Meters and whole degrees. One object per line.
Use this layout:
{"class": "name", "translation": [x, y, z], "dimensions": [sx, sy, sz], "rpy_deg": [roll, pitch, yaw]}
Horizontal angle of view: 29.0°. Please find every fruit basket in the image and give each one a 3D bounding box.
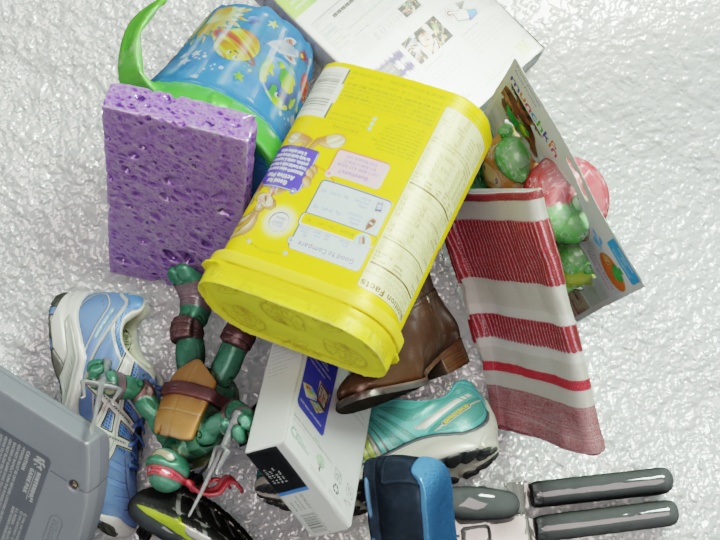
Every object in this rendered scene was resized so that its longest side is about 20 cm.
{"class": "fruit basket", "translation": [0.138, -0.050, 1.056], "dimensions": [0.094, 0.200, 0.186], "rpy_deg": [-28, 85, -3]}

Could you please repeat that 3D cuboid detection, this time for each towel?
{"class": "towel", "translation": [0.119, 0.036, 1.056], "dimensions": [0.023, 0.144, 0.201], "rpy_deg": [-19, 100, -23]}

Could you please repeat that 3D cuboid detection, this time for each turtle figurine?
{"class": "turtle figurine", "translation": [-0.133, 0.093, 1.061], "dimensions": [0.149, 0.101, 0.201], "rpy_deg": [10, 63, 15]}

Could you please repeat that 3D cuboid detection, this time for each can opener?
{"class": "can opener", "translation": [0.152, 0.191, 1.102], "dimensions": [0.199, 0.066, 0.053], "rpy_deg": [-6, 78, -2]}

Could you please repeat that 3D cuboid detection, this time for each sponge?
{"class": "sponge", "translation": [-0.140, -0.056, 1.072], "dimensions": [0.111, 0.200, 0.030], "rpy_deg": [14, 53, 3]}

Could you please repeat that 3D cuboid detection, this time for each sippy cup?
{"class": "sippy cup", "translation": [-0.102, -0.136, 1.101], "dimensions": [0.139, 0.178, 0.131], "rpy_deg": [11, 58, 18]}

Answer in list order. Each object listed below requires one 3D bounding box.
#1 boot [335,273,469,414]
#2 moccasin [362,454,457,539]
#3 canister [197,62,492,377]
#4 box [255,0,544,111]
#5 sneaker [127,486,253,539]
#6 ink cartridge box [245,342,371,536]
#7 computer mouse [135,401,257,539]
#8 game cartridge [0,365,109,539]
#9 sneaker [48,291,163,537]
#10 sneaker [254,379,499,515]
{"class": "boot", "translation": [0.000, 0.000, 1.073], "dimensions": [0.064, 0.186, 0.201], "rpy_deg": [-22, 88, 26]}
{"class": "moccasin", "translation": [0.037, 0.225, 1.079], "dimensions": [0.068, 0.080, 0.201], "rpy_deg": [9, 113, 25]}
{"class": "canister", "translation": [-0.006, -0.041, 1.003], "dimensions": [0.148, 0.087, 0.200], "rpy_deg": [19, 69, 22]}
{"class": "box", "translation": [0.032, -0.202, 1.141], "dimensions": [0.144, 0.036, 0.200], "rpy_deg": [-42, 86, -18]}
{"class": "sneaker", "translation": [-0.108, 0.245, 1.077], "dimensions": [0.200, 0.074, 0.081], "rpy_deg": [43, 94, -15]}
{"class": "ink cartridge box", "translation": [-0.031, 0.092, 1.056], "dimensions": [0.039, 0.200, 0.100], "rpy_deg": [-18, 124, 25]}
{"class": "computer mouse", "translation": [-0.101, 0.148, 1.115], "dimensions": [0.200, 0.059, 0.034], "rpy_deg": [-45, 93, -2]}
{"class": "game cartridge", "translation": [-0.267, 0.179, 1.076], "dimensions": [0.133, 0.040, 0.200], "rpy_deg": [32, 118, 14]}
{"class": "sneaker", "translation": [-0.197, 0.111, 1.109], "dimensions": [0.077, 0.076, 0.201], "rpy_deg": [-10, 85, 5]}
{"class": "sneaker", "translation": [0.011, 0.144, 1.115], "dimensions": [0.199, 0.078, 0.080], "rpy_deg": [-16, 59, 1]}
